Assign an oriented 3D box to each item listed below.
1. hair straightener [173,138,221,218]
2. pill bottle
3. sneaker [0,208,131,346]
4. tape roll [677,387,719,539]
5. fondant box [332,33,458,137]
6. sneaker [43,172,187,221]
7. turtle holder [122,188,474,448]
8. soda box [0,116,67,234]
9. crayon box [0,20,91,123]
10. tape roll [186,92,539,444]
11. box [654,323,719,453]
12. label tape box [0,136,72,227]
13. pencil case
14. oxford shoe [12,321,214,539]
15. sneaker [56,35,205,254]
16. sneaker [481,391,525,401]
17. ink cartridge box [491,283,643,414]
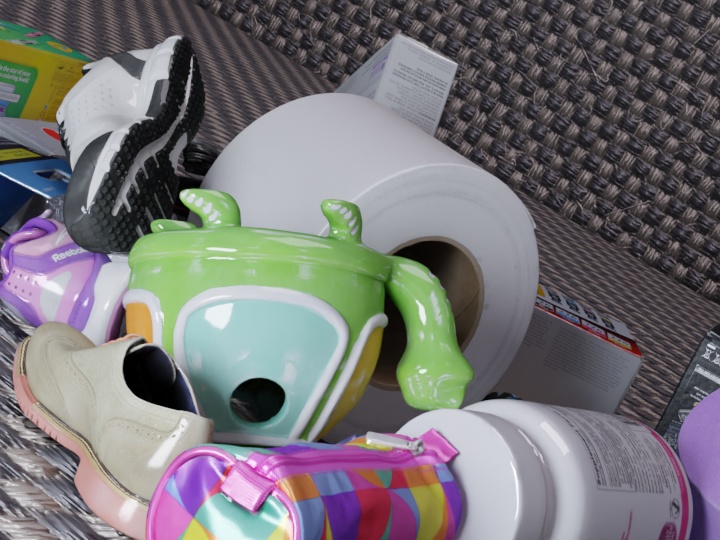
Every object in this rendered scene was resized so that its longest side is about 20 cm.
[{"bbox_3d":[-0.088,-0.062,1.265,0.199,0.077,0.041,22,31,-44],"label":"hair straightener"},{"bbox_3d":[0.098,0.132,1.047,0.113,0.114,0.199,33,12,34],"label":"pill bottle"},{"bbox_3d":[-0.178,-0.005,1.161,0.088,0.081,0.200,18,11,-4],"label":"sneaker"},{"bbox_3d":[0.297,0.139,1.161,0.198,0.066,0.201,-2,29,1],"label":"tape roll"},{"bbox_3d":[-0.004,-0.063,1.426,0.058,0.202,0.144,25,-21,-14],"label":"fondant box"},{"bbox_3d":[-0.138,-0.016,1.334,0.199,0.076,0.114,31,8,-13],"label":"sneaker"},{"bbox_3d":[-0.044,0.037,1.043,0.184,0.133,0.140,11,-14,-35],"label":"turtle holder"},{"bbox_3d":[-0.222,-0.068,1.382,0.063,0.069,0.200,30,10,15],"label":"soda box"},{"bbox_3d":[-0.290,-0.124,1.343,0.058,0.120,0.200,30,10,22],"label":"crayon box"},{"bbox_3d":[0.000,0.000,1.224,0.202,0.204,0.139,19,12,-39],"label":"tape roll"},{"bbox_3d":[0.299,0.157,1.313,0.199,0.165,0.086,28,9,13],"label":"box"},{"bbox_3d":[-0.271,-0.059,1.162,0.198,0.067,0.143,23,8,6],"label":"label tape box"},{"bbox_3d":[-0.021,0.118,0.887,0.088,0.089,0.200,30,12,22],"label":"pencil case"},{"bbox_3d":[-0.119,0.064,0.940,0.070,0.074,0.200,19,12,-36],"label":"oxford shoe"},{"bbox_3d":[-0.153,-0.072,1.139,0.079,0.074,0.201,-6,32,14],"label":"sneaker"},{"bbox_3d":[0.136,0.155,1.214,0.087,0.075,0.200,36,4,-46],"label":"sneaker"},{"bbox_3d":[0.112,0.044,1.486,0.199,0.084,0.176,26,9,-3],"label":"ink cartridge box"}]
